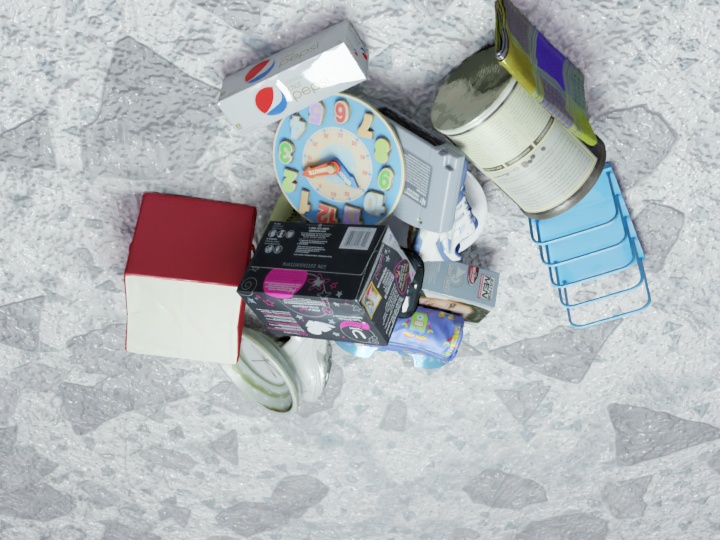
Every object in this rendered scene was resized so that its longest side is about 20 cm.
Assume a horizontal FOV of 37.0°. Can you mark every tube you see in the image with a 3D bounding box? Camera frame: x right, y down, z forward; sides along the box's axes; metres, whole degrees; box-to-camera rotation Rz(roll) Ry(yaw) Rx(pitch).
[{"bbox_3d":[-0.091,-0.109,1.585,0.058,0.052,0.200,13,131,-26],"label":"tube"}]

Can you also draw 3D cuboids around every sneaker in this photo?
[{"bbox_3d":[0.129,-0.092,1.524,0.088,0.075,0.200,6,138,-11],"label":"sneaker"},{"bbox_3d":[-0.098,0.138,1.815,0.099,0.078,0.201,9,127,6],"label":"sneaker"}]

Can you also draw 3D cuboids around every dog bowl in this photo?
[{"bbox_3d":[0.055,0.099,1.744,0.199,0.112,0.050,12,119,-9],"label":"dog bowl"}]

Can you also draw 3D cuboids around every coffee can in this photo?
[{"bbox_3d":[0.212,-0.184,1.442,0.146,0.147,0.200,-33,124,28],"label":"coffee can"}]

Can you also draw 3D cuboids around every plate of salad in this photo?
[{"bbox_3d":[0.089,-0.098,1.595,0.199,0.048,0.201,6,131,7],"label":"plate of salad"}]

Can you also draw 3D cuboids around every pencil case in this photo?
[{"bbox_3d":[0.059,0.089,1.651,0.199,0.087,0.078,12,143,-3],"label":"pencil case"}]

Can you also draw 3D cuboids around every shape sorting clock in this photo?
[{"bbox_3d":[-0.032,-0.145,1.473,0.199,0.039,0.201,12,120,22],"label":"shape sorting clock"}]

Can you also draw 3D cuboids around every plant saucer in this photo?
[{"bbox_3d":[-0.168,0.155,1.801,0.200,0.050,0.201,32,147,23],"label":"plant saucer"}]

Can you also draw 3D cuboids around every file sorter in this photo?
[{"bbox_3d":[0.340,-0.031,1.600,0.138,0.123,0.200,-18,130,17],"label":"file sorter"}]

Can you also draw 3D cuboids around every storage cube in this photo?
[{"bbox_3d":[-0.257,0.013,1.620,0.199,0.180,0.171,7,133,-6],"label":"storage cube"}]

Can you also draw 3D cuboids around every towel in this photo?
[{"bbox_3d":[0.234,-0.258,1.374,0.023,0.144,0.200,-32,126,32],"label":"towel"}]

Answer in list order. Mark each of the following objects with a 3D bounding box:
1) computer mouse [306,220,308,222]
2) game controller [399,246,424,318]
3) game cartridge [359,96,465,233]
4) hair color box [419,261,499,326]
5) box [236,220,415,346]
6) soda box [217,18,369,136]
[{"bbox_3d":[-0.080,-0.035,1.676,0.058,0.034,0.200,29,135,-11],"label":"computer mouse"},{"bbox_3d":[0.000,0.000,1.582,0.199,0.042,0.105,19,119,26],"label":"game controller"},{"bbox_3d":[0.059,-0.139,1.468,0.041,0.200,0.134,-24,135,-32],"label":"game cartridge"},{"bbox_3d":[0.103,0.022,1.656,0.199,0.061,0.099,14,159,-6],"label":"hair color box"},{"bbox_3d":[-0.045,0.015,1.492,0.199,0.132,0.115,4,145,31],"label":"box"},{"bbox_3d":[-0.090,-0.256,1.437,0.199,0.068,0.064,-22,126,21],"label":"soda box"}]
